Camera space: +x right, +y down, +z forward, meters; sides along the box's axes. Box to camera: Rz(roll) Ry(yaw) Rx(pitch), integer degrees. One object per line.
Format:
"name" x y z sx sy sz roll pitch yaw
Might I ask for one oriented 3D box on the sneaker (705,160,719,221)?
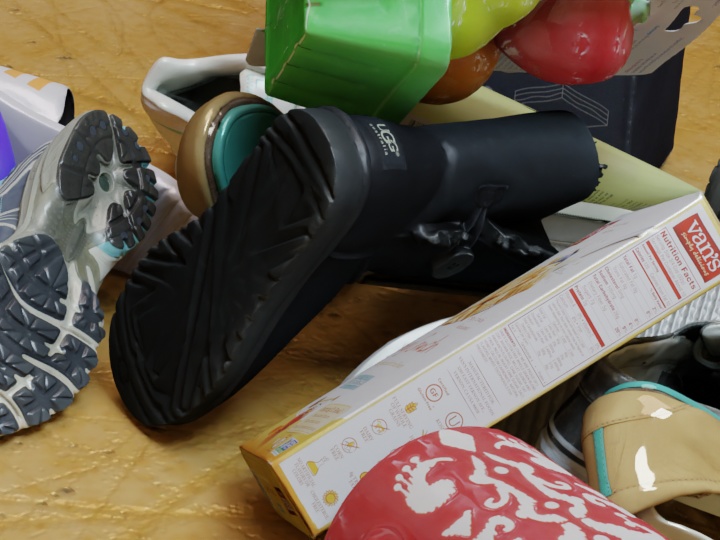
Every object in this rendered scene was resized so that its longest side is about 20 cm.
"sneaker" 0.265 -0.037 1.313 0.199 0.076 0.088 -5 35 -37

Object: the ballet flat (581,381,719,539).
"ballet flat" 0.167 0.106 1.038 0.199 0.069 0.063 22 54 -24

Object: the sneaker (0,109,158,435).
"sneaker" -0.163 0.014 1.213 0.086 0.078 0.200 -24 25 38

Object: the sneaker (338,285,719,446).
"sneaker" 0.072 0.048 1.183 0.199 0.074 0.082 -16 -3 -20

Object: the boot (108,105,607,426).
"boot" 0.000 0.000 1.167 0.167 0.200 0.077 0 53 -41

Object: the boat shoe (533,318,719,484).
"boat shoe" 0.153 0.058 1.110 0.072 0.071 0.199 41 28 25

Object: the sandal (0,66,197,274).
"sandal" -0.156 -0.054 1.333 0.206 0.080 0.059 25 32 21

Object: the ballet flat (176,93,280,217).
"ballet flat" -0.053 -0.041 1.247 0.063 0.069 0.200 12 -6 24

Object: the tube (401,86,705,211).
"tube" 0.076 -0.057 1.293 0.199 0.052 0.058 21 16 -31

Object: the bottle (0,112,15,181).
"bottle" -0.257 -0.026 1.241 0.065 0.084 0.200 16 39 44

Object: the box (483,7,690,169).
"box" 0.072 -0.150 1.402 0.195 0.201 0.117 13 29 17

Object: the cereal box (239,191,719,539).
"cereal box" 0.048 0.037 1.057 0.199 0.040 0.144 -32 2 -8

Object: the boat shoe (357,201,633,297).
"boat shoe" 0.090 -0.004 1.269 0.200 0.061 0.072 13 -14 -12

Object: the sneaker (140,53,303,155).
"sneaker" -0.023 -0.076 1.353 0.199 0.071 0.080 3 -12 20

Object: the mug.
"mug" 0.066 0.129 0.902 0.133 0.178 0.200 -44 36 -6

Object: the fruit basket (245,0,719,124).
"fruit basket" 0.059 -0.119 1.140 0.198 0.095 0.185 -4 -10 -12
